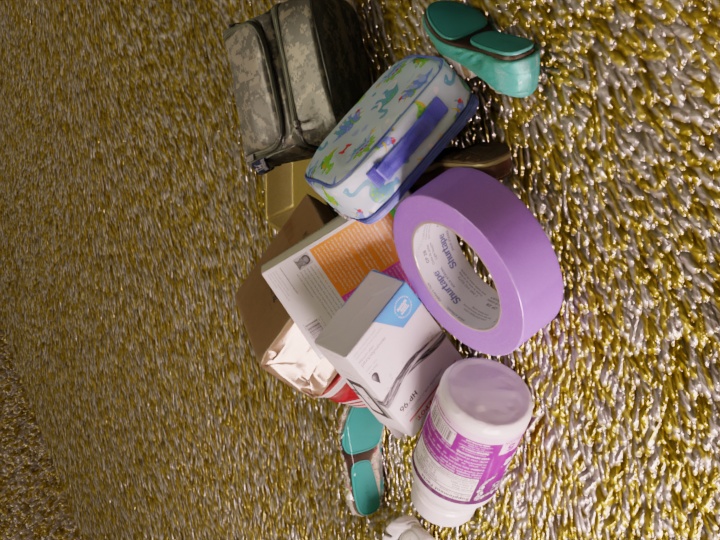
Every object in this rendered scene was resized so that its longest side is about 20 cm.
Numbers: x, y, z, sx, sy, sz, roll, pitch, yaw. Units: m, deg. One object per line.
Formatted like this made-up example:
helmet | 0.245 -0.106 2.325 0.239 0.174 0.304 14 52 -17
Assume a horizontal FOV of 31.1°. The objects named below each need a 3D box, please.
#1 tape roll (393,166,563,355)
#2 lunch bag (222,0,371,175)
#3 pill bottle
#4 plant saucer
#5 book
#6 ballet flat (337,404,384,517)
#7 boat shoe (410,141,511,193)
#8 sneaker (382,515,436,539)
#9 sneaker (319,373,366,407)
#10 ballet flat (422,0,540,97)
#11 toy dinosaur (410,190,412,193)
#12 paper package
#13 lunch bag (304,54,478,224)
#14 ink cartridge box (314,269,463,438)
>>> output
tape roll | 0.125 -0.009 1.400 0.200 0.065 0.201 40 150 28
lunch bag | -0.085 -0.236 1.654 0.167 0.139 0.202 -13 88 27
pill bottle | 0.121 0.206 1.504 0.113 0.111 0.201 58 146 36
plant saucer | -0.074 -0.139 1.830 0.200 0.048 0.202 33 128 55
book | 0.000 0.000 1.541 0.134 0.199 0.048 57 -174 -18
ballet flat | -0.004 0.246 1.803 0.064 0.075 0.202 -142 50 -62
boat shoe | 0.115 -0.104 1.462 0.200 0.072 0.068 2 111 66
sneaker | 0.072 0.432 1.725 0.081 0.075 0.202 18 116 50
sneaker | 0.033 0.105 1.693 0.200 0.115 0.079 -40 47 23
ballet flat | 0.127 -0.233 1.399 0.200 0.067 0.071 43 150 52
toy dinosaur | 0.039 -0.126 1.599 0.101 0.077 0.202 16 107 14
paper package | -0.060 0.029 1.674 0.191 0.103 0.200 -53 26 11
lunch bag | 0.034 -0.147 1.457 0.082 0.200 0.161 42 174 -20
ink cartridge box | 0.048 0.111 1.523 0.068 0.116 0.200 20 155 49
